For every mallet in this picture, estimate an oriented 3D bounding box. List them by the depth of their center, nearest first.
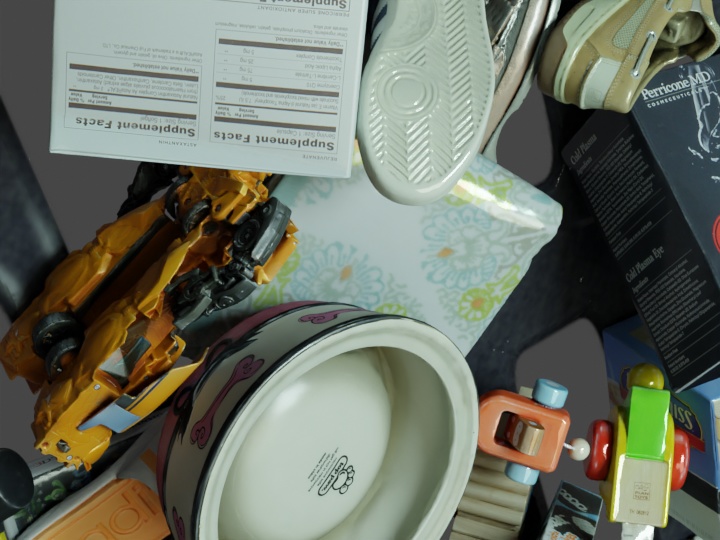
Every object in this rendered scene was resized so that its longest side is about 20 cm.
[{"bbox_3d":[-0.200,0.204,0.945,0.041,0.066,0.201,-22,96,-66],"label":"mallet"}]

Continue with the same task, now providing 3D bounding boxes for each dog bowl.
[{"bbox_3d":[-0.029,0.106,0.934,0.200,0.074,0.201,-19,122,-34],"label":"dog bowl"}]

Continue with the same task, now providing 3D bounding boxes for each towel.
[{"bbox_3d":[0.000,0.000,0.991,0.171,0.048,0.200,28,109,-22],"label":"towel"}]

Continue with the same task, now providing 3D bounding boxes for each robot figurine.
[{"bbox_3d":[-0.115,0.009,0.911,0.200,0.145,0.058,-45,132,6],"label":"robot figurine"}]

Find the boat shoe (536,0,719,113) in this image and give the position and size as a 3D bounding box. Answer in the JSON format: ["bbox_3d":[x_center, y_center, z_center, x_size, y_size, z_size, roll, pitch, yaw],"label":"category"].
[{"bbox_3d":[0.190,-0.155,1.009,0.200,0.076,0.072,-47,153,-31],"label":"boat shoe"}]

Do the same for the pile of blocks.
[{"bbox_3d":[0.084,0.174,1.151,0.062,0.082,0.201,14,96,10],"label":"pile of blocks"}]

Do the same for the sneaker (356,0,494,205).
[{"bbox_3d":[0.036,-0.114,0.924,0.075,0.201,0.085,10,153,-2],"label":"sneaker"}]

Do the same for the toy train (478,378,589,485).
[{"bbox_3d":[0.057,0.155,1.074,0.150,0.056,0.201,22,100,1],"label":"toy train"}]

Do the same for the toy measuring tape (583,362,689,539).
[{"bbox_3d":[0.180,0.162,1.090,0.073,0.073,0.201,15,77,-34],"label":"toy measuring tape"}]

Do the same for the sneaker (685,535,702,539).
[{"bbox_3d":[0.232,0.292,1.264,0.200,0.080,0.077,-48,126,-2],"label":"sneaker"}]

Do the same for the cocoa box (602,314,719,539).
[{"bbox_3d":[0.294,0.085,1.174,0.199,0.133,0.132,-21,119,-20],"label":"cocoa box"}]

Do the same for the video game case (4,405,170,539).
[{"bbox_3d":[-0.128,0.183,1.046,0.181,0.023,0.201,-21,121,-21],"label":"video game case"}]

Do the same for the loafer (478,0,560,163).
[{"bbox_3d":[0.064,-0.119,0.997,0.063,0.072,0.201,12,107,-26],"label":"loafer"}]

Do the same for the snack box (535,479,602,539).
[{"bbox_3d":[0.123,0.228,1.119,0.037,0.200,0.117,22,103,8],"label":"snack box"}]

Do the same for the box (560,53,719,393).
[{"bbox_3d":[0.265,-0.046,1.062,0.199,0.183,0.104,-18,164,-23],"label":"box"}]

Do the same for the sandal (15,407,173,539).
[{"bbox_3d":[-0.118,0.145,0.973,0.206,0.059,0.079,-39,125,-2],"label":"sandal"}]

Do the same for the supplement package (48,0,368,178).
[{"bbox_3d":[-0.068,-0.169,0.817,0.150,0.152,0.201,5,111,-1],"label":"supplement package"}]
